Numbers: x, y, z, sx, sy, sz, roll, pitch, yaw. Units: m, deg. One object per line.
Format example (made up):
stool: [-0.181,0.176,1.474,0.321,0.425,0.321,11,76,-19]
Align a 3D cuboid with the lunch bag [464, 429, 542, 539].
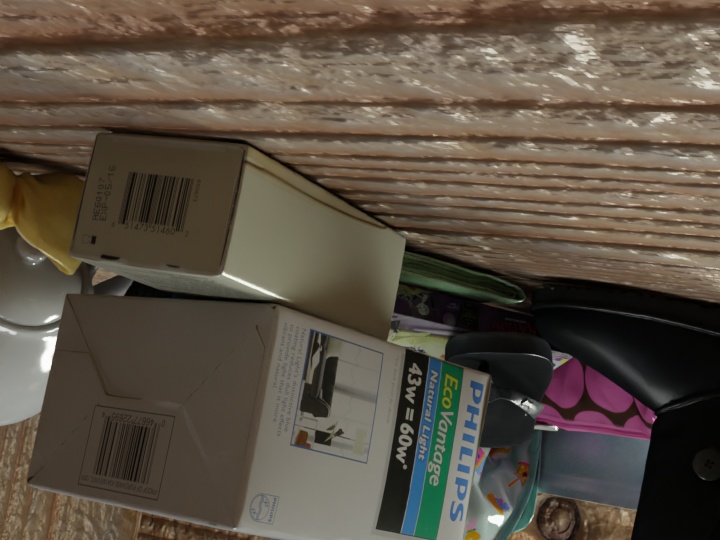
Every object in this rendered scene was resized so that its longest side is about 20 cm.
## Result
lunch bag: [0.058,0.203,1.277,0.170,0.200,0.122,-19,113,50]

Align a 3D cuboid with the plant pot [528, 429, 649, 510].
plant pot: [0.237,0.148,1.331,0.198,0.135,0.200,9,174,1]

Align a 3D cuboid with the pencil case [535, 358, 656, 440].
pencil case: [0.185,0.086,1.105,0.090,0.094,0.199,30,163,-32]

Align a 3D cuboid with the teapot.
teapot: [-0.280,0.016,1.127,0.197,0.201,0.146,35,131,-16]

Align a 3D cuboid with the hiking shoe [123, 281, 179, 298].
hiking shoe: [-0.135,0.022,1.169,0.086,0.075,0.200,33,-177,2]

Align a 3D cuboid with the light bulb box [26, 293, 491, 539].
light bulb box: [-0.060,0.097,0.886,0.197,0.126,0.199,2,167,43]

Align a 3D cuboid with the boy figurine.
boy figurine: [-0.266,-0.049,0.939,0.198,0.065,0.124,16,170,-8]

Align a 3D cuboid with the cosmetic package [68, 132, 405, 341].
cosmetic package: [-0.063,-0.014,0.828,0.103,0.074,0.200,8,172,27]

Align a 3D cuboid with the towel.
towel: [0.000,0.000,1.044,0.152,0.024,0.199,16,170,-32]

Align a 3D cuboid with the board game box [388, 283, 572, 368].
board game box: [0.041,0.053,1.041,0.198,0.033,0.120,13,154,-23]

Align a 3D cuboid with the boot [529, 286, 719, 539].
boot: [0.195,0.105,0.945,0.198,0.170,0.076,10,173,16]

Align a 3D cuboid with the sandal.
sandal: [0.103,0.095,1.045,0.075,0.043,0.200,-4,153,7]
